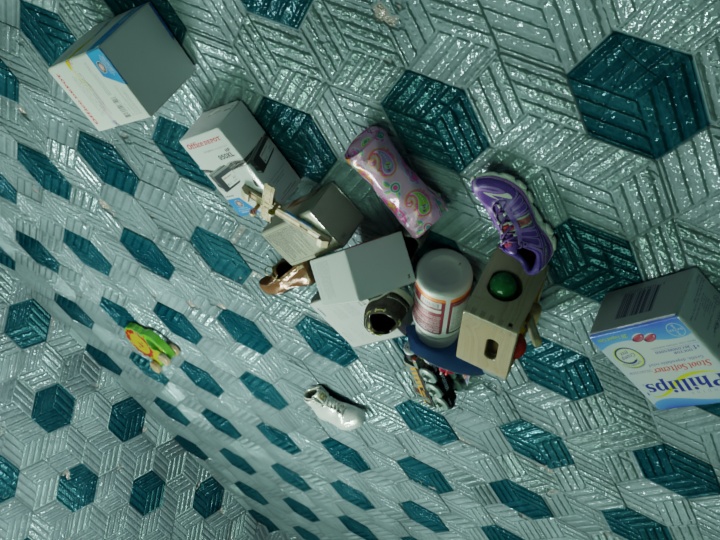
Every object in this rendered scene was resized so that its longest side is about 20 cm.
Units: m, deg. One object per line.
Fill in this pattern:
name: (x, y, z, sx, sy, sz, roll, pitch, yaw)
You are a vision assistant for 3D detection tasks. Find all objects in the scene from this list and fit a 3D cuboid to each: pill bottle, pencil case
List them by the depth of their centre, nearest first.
pencil case: (0.062, -0.150, 1.339, 0.200, 0.088, 0.087, 46, 147, -21)
pill bottle: (0.154, 0.059, 1.514, 0.108, 0.110, 0.202, 23, 148, 16)

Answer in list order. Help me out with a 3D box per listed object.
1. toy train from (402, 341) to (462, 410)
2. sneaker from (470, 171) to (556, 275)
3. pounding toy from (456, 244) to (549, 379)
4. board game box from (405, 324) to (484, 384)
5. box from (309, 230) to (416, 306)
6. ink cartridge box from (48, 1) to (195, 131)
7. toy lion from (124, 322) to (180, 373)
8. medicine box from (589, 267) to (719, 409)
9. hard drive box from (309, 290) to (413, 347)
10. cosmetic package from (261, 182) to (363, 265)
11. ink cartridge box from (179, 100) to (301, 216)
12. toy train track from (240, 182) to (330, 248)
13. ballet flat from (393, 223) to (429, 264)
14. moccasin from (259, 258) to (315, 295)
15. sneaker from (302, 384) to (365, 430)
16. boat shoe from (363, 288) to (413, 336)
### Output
toy train: (0.158, 0.239, 1.798, 0.113, 0.085, 0.202, 20, 148, 40)
sneaker: (0.245, -0.075, 1.265, 0.200, 0.084, 0.080, 47, 147, -20)
pounding toy: (0.261, 0.080, 1.366, 0.140, 0.185, 0.202, 23, 148, 16)
board game box: (0.162, 0.175, 1.601, 0.155, 0.200, 0.040, 18, 108, -8)
box: (0.000, 0.000, 1.496, 0.199, 0.122, 0.099, -12, 96, 67)
ink cartridge box: (-0.436, -0.368, 1.441, 0.198, 0.146, 0.148, 0, 136, 43)
toy lion: (-0.718, 0.249, 2.677, 0.192, 0.069, 0.199, 47, 148, -7)
medicine box: (0.506, 0.115, 1.263, 0.200, 0.104, 0.181, 43, 148, -14)
hard drive box: (0.005, 0.079, 1.718, 0.156, 0.077, 0.199, 45, 147, -18)
cosmetic package: (-0.098, -0.089, 1.568, 0.104, 0.088, 0.199, 47, 148, -20)
ink cartridge box: (-0.233, -0.213, 1.526, 0.143, 0.085, 0.201, -5, 132, 46)
toy train track: (-0.147, -0.096, 1.488, 0.198, 0.033, 0.115, 31, 149, 7)
ballet flat: (0.079, -0.043, 1.494, 0.066, 0.057, 0.201, 32, 150, 5)
moccasin: (-0.171, 0.008, 1.791, 0.200, 0.074, 0.078, -12, 119, 54)
sneaker: (-0.083, 0.386, 2.240, 0.198, 0.074, 0.116, 1, 140, 44)
boat shoe: (0.041, 0.093, 1.558, 0.071, 0.061, 0.201, 35, 154, -2)
